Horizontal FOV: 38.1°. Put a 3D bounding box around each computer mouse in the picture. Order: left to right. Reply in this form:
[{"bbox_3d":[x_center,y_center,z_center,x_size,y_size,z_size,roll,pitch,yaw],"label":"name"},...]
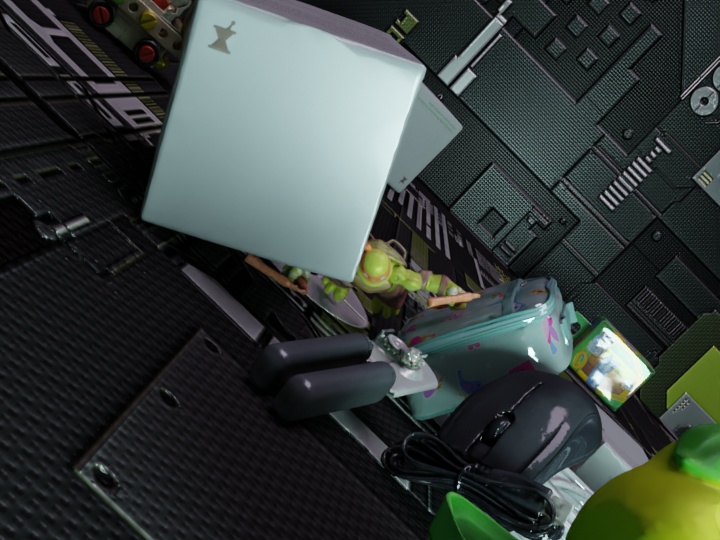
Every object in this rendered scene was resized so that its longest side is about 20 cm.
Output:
[{"bbox_3d":[0.119,0.115,0.756,0.137,0.054,0.199,19,21,29],"label":"computer mouse"}]

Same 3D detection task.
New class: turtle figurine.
[{"bbox_3d":[0.000,0.000,0.911,0.197,0.065,0.161,7,-7,-3],"label":"turtle figurine"}]

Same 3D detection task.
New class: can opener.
[{"bbox_3d":[-0.007,0.077,0.722,0.053,0.067,0.199,46,18,22],"label":"can opener"}]

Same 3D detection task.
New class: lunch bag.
[{"bbox_3d":[0.115,0.061,0.936,0.200,0.158,0.078,-40,108,-77],"label":"lunch bag"}]

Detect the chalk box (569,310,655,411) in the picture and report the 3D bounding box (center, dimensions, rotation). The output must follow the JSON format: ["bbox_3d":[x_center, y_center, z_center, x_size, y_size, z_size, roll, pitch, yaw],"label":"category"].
[{"bbox_3d":[0.514,0.179,2.236,0.200,0.125,0.124,45,10,4],"label":"chalk box"}]

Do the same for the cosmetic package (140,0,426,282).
[{"bbox_3d":[-0.063,-0.118,0.810,0.165,0.168,0.200,17,16,-10],"label":"cosmetic package"}]

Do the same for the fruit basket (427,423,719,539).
[{"bbox_3d":[0.121,0.168,0.446,0.215,0.216,0.156,41,10,-19],"label":"fruit basket"}]

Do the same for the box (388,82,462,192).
[{"bbox_3d":[0.062,-0.318,2.174,0.199,0.200,0.172,39,13,-32],"label":"box"}]

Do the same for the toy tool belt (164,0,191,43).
[{"bbox_3d":[-0.253,-0.378,1.349,0.199,0.123,0.125,35,13,-45],"label":"toy tool belt"}]

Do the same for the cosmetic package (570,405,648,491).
[{"bbox_3d":[0.276,0.226,1.192,0.113,0.081,0.200,42,11,-4],"label":"cosmetic package"}]

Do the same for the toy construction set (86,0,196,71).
[{"bbox_3d":[-0.220,-0.298,1.132,0.200,0.131,0.092,43,9,-12],"label":"toy construction set"}]

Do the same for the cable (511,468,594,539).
[{"bbox_3d":[0.164,0.215,0.815,0.200,0.069,0.200,43,10,-1],"label":"cable"}]
